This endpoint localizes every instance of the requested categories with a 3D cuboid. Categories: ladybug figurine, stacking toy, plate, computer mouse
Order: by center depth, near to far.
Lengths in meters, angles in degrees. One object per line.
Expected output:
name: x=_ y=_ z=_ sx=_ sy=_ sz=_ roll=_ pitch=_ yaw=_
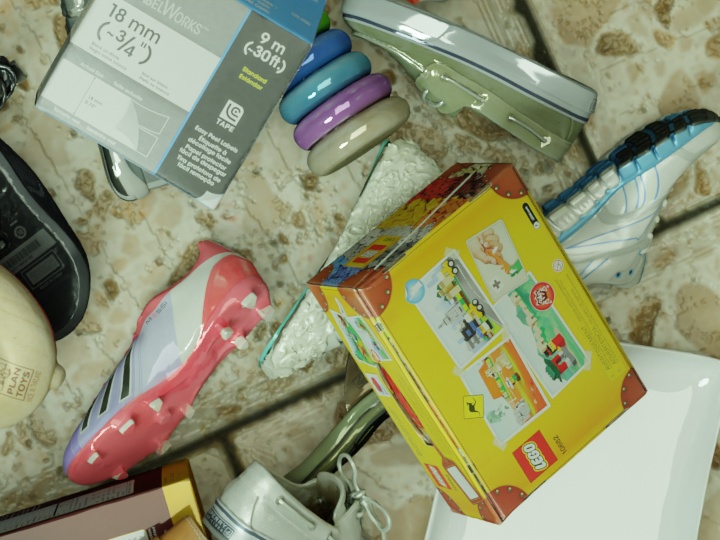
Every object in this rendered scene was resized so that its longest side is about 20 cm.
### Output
ladybug figurine: x=-0.293 y=0.038 z=1.610 sx=0.199 sy=0.072 sz=0.136 roll=24 pitch=108 yaw=6
computer mouse: x=-0.256 y=-0.042 z=1.656 sx=0.138 sy=0.053 sz=0.200 roll=-31 pitch=91 yaw=11
stacking toy: x=-0.050 y=-0.171 z=1.662 sx=0.085 sy=0.085 sz=0.200 roll=-33 pitch=88 yaw=-3
plate: x=0.155 y=0.145 z=1.703 sx=0.199 sy=0.032 sz=0.200 roll=11 pitch=91 yaw=-4

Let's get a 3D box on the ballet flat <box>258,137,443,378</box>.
ballet flat: x=0.000 y=0.000 z=1.666 sx=0.072 sy=0.072 sz=0.200 roll=30 pitch=90 yaw=-4

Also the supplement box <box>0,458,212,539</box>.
supplement box: x=-0.188 y=0.260 z=1.630 sx=0.199 sy=0.133 sz=0.198 roll=-16 pitch=92 yaw=-4

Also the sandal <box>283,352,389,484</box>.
sandal: x=0.007 y=0.079 z=1.672 sx=0.201 sy=0.080 sz=0.057 roll=-45 pitch=80 yaw=-2

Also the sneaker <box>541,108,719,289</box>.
sneaker: x=0.190 y=-0.037 z=1.689 sx=0.200 sy=0.075 sz=0.087 roll=-38 pitch=100 yaw=6

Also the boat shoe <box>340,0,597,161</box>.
boat shoe: x=0.073 y=-0.141 z=1.673 sx=0.199 sy=0.072 sz=0.062 roll=24 pitch=95 yaw=-5

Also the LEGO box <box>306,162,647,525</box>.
LEGO box: x=0.082 y=0.048 z=1.601 sx=0.149 sy=0.077 sz=0.200 roll=-38 pitch=108 yaw=-20

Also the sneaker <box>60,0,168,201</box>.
sneaker: x=-0.146 y=-0.158 z=1.661 sx=0.115 sy=0.075 sz=0.201 roll=-15 pitch=102 yaw=-8

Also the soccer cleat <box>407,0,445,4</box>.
soccer cleat: x=0.013 y=-0.278 z=1.673 sx=0.078 sy=0.069 sz=0.200 roll=-38 pitch=86 yaw=-32

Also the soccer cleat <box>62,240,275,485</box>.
soccer cleat: x=-0.147 y=0.068 z=1.670 sx=0.200 sy=0.067 sz=0.076 roll=-48 pitch=57 yaw=1

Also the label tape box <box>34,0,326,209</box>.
label tape box: x=-0.112 y=-0.165 z=1.586 sx=0.144 sy=0.063 sz=0.200 roll=30 pitch=98 yaw=-10

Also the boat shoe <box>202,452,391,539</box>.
boat shoe: x=-0.023 y=0.171 z=1.623 sx=0.202 sy=0.075 sz=0.086 roll=30 pitch=97 yaw=-48

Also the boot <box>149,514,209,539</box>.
boot: x=-0.168 y=0.215 z=1.530 sx=0.155 sy=0.074 sz=0.200 roll=-45 pitch=106 yaw=-2
